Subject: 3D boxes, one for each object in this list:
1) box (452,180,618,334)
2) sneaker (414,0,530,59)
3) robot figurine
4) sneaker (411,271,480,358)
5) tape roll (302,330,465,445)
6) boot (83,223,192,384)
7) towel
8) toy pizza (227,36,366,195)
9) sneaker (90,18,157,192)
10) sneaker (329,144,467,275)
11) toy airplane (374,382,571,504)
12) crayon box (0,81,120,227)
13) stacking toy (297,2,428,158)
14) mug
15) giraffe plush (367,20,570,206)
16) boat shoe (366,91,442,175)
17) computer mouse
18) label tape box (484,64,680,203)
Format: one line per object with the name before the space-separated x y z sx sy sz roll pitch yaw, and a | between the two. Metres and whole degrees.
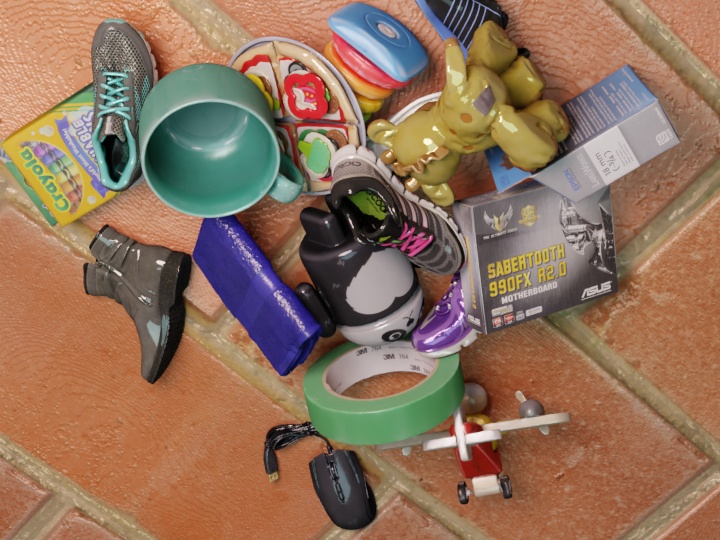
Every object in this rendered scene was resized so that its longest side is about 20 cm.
box | 0.214 -0.027 1.303 0.199 0.048 0.159 -15 108 -23
sneaker | 0.116 -0.298 1.233 0.078 0.070 0.200 -34 116 11
robot figurine | 0.002 0.000 1.327 0.150 0.125 0.201 -19 117 15
sneaker | 0.130 0.021 1.347 0.200 0.081 0.083 -47 127 -2
tape roll | 0.029 0.143 1.352 0.199 0.201 0.048 -9 114 5
boot | -0.295 0.041 1.397 0.130 0.068 0.201 17 116 8
towel | -0.124 0.023 1.313 0.200 0.049 0.148 52 152 9
toy pizza | -0.084 -0.173 1.255 0.199 0.032 0.201 19 130 24
sneaker | -0.270 -0.180 1.219 0.077 0.091 0.201 -1 112 -2
sneaker | 0.037 -0.050 1.221 0.200 0.088 0.074 42 128 -18
toy airplane | 0.143 0.208 1.413 0.199 0.142 0.199 15 145 -24
crayon box | -0.340 -0.141 1.313 0.199 0.052 0.126 -29 110 13
stacking toy | -0.020 -0.202 1.265 0.116 0.110 0.200 38 121 2
mug | -0.165 -0.142 1.216 0.151 0.115 0.185 -22 131 4
giraffe plush | 0.108 -0.155 1.187 0.162 0.200 0.173 -35 83 36
boat shoe | 0.060 -0.161 1.295 0.199 0.060 0.076 -22 99 13
computer mouse | -0.059 0.295 1.505 0.140 0.046 0.201 -11 113 4
label tape box | 0.252 -0.144 1.255 0.200 0.144 0.063 -31 112 14
